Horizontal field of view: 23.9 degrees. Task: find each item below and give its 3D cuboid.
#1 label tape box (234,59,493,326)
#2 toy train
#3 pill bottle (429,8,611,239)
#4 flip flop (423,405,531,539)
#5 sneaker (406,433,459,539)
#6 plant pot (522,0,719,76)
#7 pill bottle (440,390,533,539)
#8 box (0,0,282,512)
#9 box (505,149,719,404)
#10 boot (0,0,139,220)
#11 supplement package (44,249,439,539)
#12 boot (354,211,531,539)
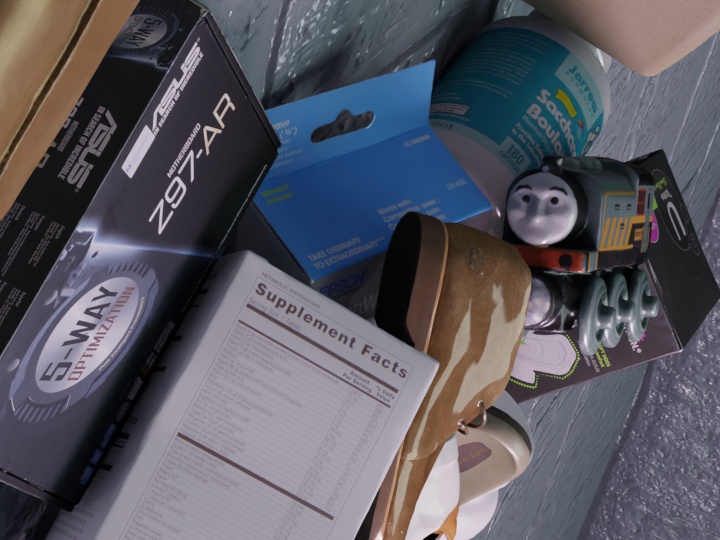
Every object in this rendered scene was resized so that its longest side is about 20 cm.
[{"bbox_3d":[0.000,0.000,0.941,0.144,0.063,0.201,-22,132,-39],"label":"label tape box"},{"bbox_3d":[0.129,-0.013,1.031,0.200,0.085,0.114,-5,100,-67],"label":"toy train"},{"bbox_3d":[0.097,-0.096,1.139,0.200,0.111,0.111,-53,161,-36],"label":"pill bottle"},{"bbox_3d":[0.028,0.145,1.051,0.200,0.081,0.058,-35,-152,42],"label":"flip flop"},{"bbox_3d":[-0.025,0.153,0.946,0.199,0.073,0.085,-16,106,-26],"label":"sneaker"},{"bbox_3d":[0.185,-0.247,1.074,0.200,0.200,0.177,-52,173,-37],"label":"plant pot"},{"bbox_3d":[0.024,0.155,1.176,0.200,0.111,0.111,-45,177,34],"label":"pill bottle"},{"bbox_3d":[-0.113,-0.006,0.721,0.200,0.043,0.160,-61,165,-11],"label":"box"},{"bbox_3d":[0.135,0.012,1.226,0.148,0.200,0.125,-33,101,-63],"label":"box"},{"bbox_3d":[-0.132,-0.067,0.536,0.200,0.066,0.175,-61,177,-9],"label":"boot"},{"bbox_3d":[-0.067,0.105,0.804,0.200,0.114,0.109,-62,-165,-13],"label":"supplement package"},{"bbox_3d":[0.038,0.075,0.885,0.074,0.075,0.201,-155,-102,-70],"label":"boot"}]
